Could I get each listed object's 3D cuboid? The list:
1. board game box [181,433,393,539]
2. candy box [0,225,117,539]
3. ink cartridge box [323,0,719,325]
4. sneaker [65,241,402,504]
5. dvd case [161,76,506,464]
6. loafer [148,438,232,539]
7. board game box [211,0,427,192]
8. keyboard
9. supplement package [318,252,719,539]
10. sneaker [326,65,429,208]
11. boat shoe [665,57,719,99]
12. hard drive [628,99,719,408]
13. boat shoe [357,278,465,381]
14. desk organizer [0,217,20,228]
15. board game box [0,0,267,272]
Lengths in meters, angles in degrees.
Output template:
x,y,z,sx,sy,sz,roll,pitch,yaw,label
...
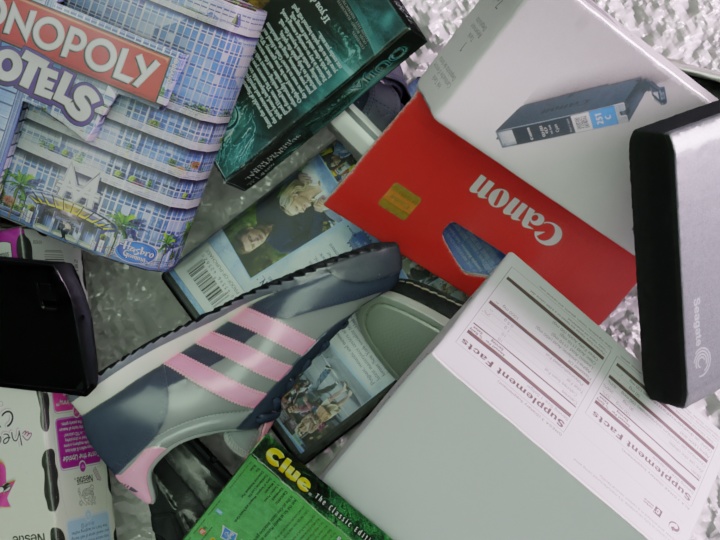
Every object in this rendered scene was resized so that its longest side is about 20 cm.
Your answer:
x,y,z,sx,sy,sz,roll,pitch,yaw,label
-0.060,0.181,0.829,0.105,0.023,0.200,41,129,3,board game box
-0.217,0.085,0.867,0.135,0.061,0.203,-10,86,24,candy box
0.109,-0.047,0.837,0.199,0.045,0.177,30,109,-27,ink cartridge box
-0.056,0.054,0.839,0.198,0.070,0.083,-27,92,-1,sneaker
0.000,0.000,0.918,0.199,0.018,0.143,-37,88,-3,dvd case
-0.091,0.153,0.882,0.070,0.068,0.201,-41,91,-10,loafer
-0.067,-0.164,0.857,0.135,0.028,0.201,-37,68,16,board game box
-0.223,0.007,0.826,0.198,0.040,0.105,5,115,25,keyboard
0.066,0.125,0.813,0.155,0.111,0.200,40,128,3,supplement package
-0.010,-0.128,0.885,0.079,0.078,0.200,-42,76,-1,sneaker
0.166,-0.094,0.900,0.197,0.066,0.073,13,87,0,boat shoe
0.217,-0.026,0.805,0.199,0.033,0.141,-20,111,-37,hard drive
0.090,0.062,0.888,0.199,0.076,0.061,37,53,-8,boat shoe
-0.275,-0.074,0.892,0.197,0.077,0.073,9,86,0,desk organizer
-0.160,-0.125,0.801,0.198,0.062,0.202,21,102,2,board game box
